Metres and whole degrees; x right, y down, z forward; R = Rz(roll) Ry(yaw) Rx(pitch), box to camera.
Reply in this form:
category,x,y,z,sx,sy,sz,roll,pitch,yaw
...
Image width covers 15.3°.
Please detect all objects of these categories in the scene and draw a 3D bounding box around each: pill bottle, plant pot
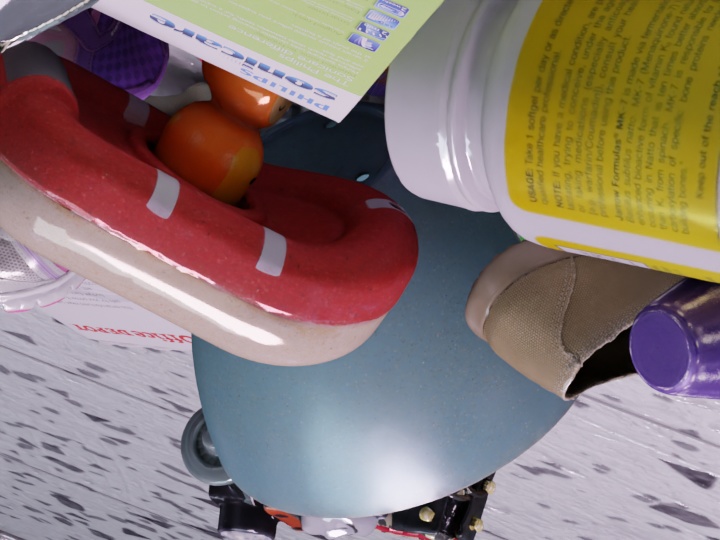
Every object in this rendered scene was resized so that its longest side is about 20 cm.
category,x,y,z,sx,sy,sz,roll,pitch,yaw
pill bottle,0.117,-0.057,1.025,0.200,0.115,0.114,12,162,28
plant pot,0.000,0.000,1.277,0.200,0.200,0.135,8,134,39

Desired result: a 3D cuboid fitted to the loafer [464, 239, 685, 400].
category,x,y,z,sx,sy,sz,roll,pitch,yaw
loafer,0.142,0.012,1.137,0.200,0.068,0.076,-15,149,-19

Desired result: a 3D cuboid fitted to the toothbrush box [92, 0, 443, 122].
category,x,y,z,sx,sy,sz,roll,pitch,yaw
toothbrush box,-0.037,-0.143,0.988,0.145,0.086,0.200,24,163,-7

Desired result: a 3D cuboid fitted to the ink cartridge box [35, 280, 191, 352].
category,x,y,z,sx,sy,sz,roll,pitch,yaw
ink cartridge box,-0.165,-0.034,1.516,0.146,0.085,0.200,5,157,46

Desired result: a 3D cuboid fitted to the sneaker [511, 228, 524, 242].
category,x,y,z,sx,sy,sz,roll,pitch,yaw
sneaker,0.097,-0.028,1.199,0.078,0.085,0.200,15,164,22

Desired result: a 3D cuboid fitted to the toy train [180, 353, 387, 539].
category,x,y,z,sx,sy,sz,roll,pitch,yaw
toy train,-0.026,0.048,1.423,0.114,0.201,0.085,0,162,19

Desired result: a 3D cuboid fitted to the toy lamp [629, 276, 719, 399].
category,x,y,z,sx,sy,sz,roll,pitch,yaw
toy lamp,0.187,0.015,1.088,0.200,0.058,0.058,-10,-172,-41

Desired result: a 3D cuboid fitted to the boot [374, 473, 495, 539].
category,x,y,z,sx,sy,sz,roll,pitch,yaw
boot,0.073,0.071,1.415,0.073,0.154,0.203,20,168,-26

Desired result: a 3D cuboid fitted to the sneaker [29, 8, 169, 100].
category,x,y,z,sx,sy,sz,roll,pitch,yaw
sneaker,-0.138,-0.133,1.141,0.088,0.081,0.200,6,152,39

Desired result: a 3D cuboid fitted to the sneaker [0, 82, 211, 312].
category,x,y,z,sx,sy,sz,roll,pitch,yaw
sneaker,-0.141,-0.048,1.353,0.081,0.200,0.088,56,158,38

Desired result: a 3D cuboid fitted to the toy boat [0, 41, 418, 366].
category,x,y,z,sx,sy,sz,roll,pitch,yaw
toy boat,-0.059,-0.052,1.120,0.200,0.131,0.131,28,-166,-23

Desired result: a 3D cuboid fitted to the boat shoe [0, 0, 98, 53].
category,x,y,z,sx,sy,sz,roll,pitch,yaw
boat shoe,-0.163,-0.072,0.979,0.200,0.062,0.073,-22,161,22

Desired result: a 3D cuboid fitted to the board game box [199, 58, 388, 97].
category,x,y,z,sx,sy,sz,roll,pitch,yaw
board game box,-0.043,-0.108,1.191,0.158,0.039,0.200,9,160,37
